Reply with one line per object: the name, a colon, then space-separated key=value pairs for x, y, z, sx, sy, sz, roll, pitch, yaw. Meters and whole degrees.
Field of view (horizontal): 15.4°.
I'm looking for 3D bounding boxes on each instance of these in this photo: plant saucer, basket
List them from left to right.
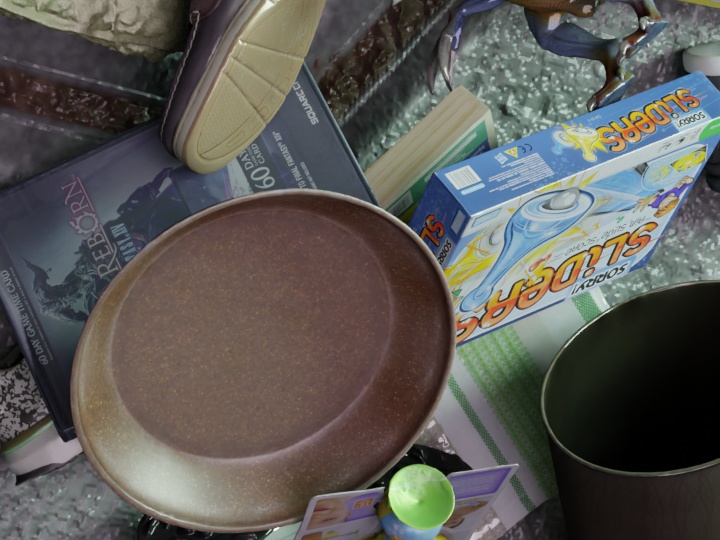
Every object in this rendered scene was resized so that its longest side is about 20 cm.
plant saucer: x=-0.051 y=0.040 z=1.331 sx=0.200 sy=0.037 sz=0.201 roll=-10 pitch=123 yaw=-15
basket: x=0.182 y=0.134 z=1.518 sx=0.180 sy=0.136 sz=0.201 roll=-35 pitch=137 yaw=-33

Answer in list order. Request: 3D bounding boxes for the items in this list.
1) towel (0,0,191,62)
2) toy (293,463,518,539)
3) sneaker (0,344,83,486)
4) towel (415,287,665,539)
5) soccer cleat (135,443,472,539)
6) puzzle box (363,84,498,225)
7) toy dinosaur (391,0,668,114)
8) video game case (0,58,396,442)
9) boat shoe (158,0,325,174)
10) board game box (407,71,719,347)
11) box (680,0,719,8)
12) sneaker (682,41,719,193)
towel: x=-0.163 y=-0.198 z=1.375 sx=0.199 sy=0.036 sz=0.149 roll=12 pitch=96 yaw=-25
toy: x=0.012 y=0.169 z=1.433 sx=0.115 sy=0.200 sz=0.047 roll=-8 pitch=61 yaw=-18
sneaker: x=-0.135 y=0.021 z=1.420 sx=0.200 sy=0.077 sz=0.089 roll=-45 pitch=103 yaw=-12
towel: x=0.065 y=0.080 z=1.543 sx=0.200 sy=0.031 sz=0.149 roll=-35 pitch=110 yaw=-10
soccer cleat: x=-0.028 y=0.149 z=1.488 sx=0.199 sy=0.068 sz=0.073 roll=-12 pitch=140 yaw=-13
puzzle box: x=0.000 y=0.000 z=1.449 sx=0.200 sy=0.025 sz=0.133 roll=-42 pitch=155 yaw=-12
toy dinosaur: x=0.077 y=-0.160 z=1.437 sx=0.181 sy=0.105 sz=0.200 roll=44 pitch=59 yaw=16
video game case: x=-0.092 y=-0.014 z=1.385 sx=0.199 sy=0.019 sz=0.143 roll=-25 pitch=66 yaw=-5
boat shoe: x=-0.058 y=-0.148 z=1.382 sx=0.201 sy=0.065 sz=0.072 roll=-65 pitch=154 yaw=-1
board game box: x=0.101 y=-0.026 z=1.437 sx=0.200 sy=0.034 sz=0.136 roll=-22 pitch=152 yaw=-35
box: x=0.204 y=-0.192 z=1.515 sx=0.199 sy=0.050 sz=0.076 roll=6 pitch=72 yaw=-24
sneaker: x=0.284 y=-0.089 z=1.577 sx=0.199 sy=0.071 sz=0.100 roll=-6 pitch=105 yaw=-16
